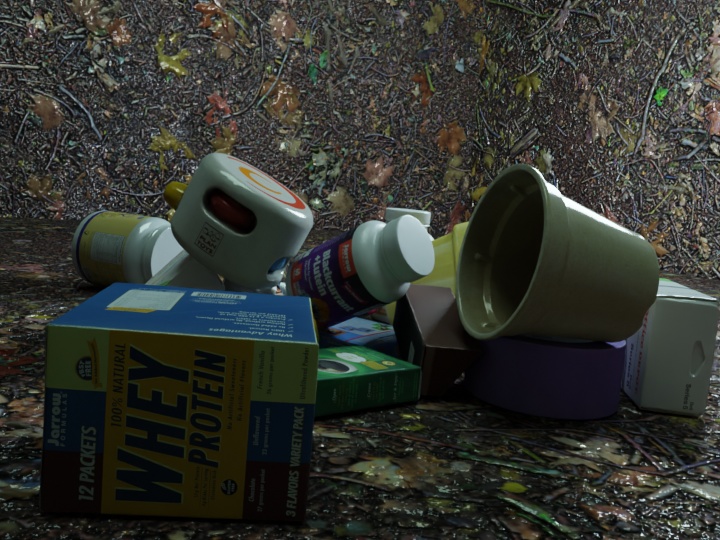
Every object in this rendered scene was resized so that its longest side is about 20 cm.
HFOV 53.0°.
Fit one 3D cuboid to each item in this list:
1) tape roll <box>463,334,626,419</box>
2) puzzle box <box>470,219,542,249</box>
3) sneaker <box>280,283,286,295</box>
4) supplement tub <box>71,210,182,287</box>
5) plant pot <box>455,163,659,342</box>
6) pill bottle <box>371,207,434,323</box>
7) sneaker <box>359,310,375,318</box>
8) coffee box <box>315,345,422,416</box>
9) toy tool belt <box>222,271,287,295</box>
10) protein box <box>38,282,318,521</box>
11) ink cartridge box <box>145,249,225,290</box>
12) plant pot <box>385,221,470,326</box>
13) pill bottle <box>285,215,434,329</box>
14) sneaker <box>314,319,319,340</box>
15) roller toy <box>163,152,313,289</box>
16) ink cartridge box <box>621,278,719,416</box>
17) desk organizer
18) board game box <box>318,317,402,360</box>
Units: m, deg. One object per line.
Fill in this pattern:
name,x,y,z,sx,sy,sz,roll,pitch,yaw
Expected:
tape roll,0.234,0.118,0.928,0.195,0.087,0.200,6,8,-1
puzzle box,0.233,0.004,0.964,0.195,0.136,0.026,4,33,1
sneaker,-0.086,0.048,1.333,0.088,0.080,0.200,15,15,14
supplement tub,-0.433,-0.033,1.380,0.196,0.149,0.145,8,8,25
plant pot,0.237,-0.001,0.850,0.180,0.205,0.200,14,4,-18
pill bottle,0.079,-0.009,1.331,0.109,0.205,0.112,4,7,-1
sneaker,-0.043,0.044,1.229,0.073,0.083,0.199,2,-2,31
coffee box,-0.040,0.126,0.830,0.197,0.045,0.122,-1,8,-40
toy tool belt,-0.166,0.033,1.186,0.120,0.128,0.200,16,7,-12
protein box,-0.139,0.098,0.610,0.194,0.138,0.200,4,7,-6
ink cartridge box,-0.279,0.026,1.115,0.117,0.068,0.200,-42,17,-7
plant pot,0.137,0.031,1.164,0.184,0.206,0.201,-9,4,12
pill bottle,0.000,0.000,0.984,0.198,0.114,0.110,-24,-12,36
sneaker,-0.103,0.079,0.959,0.080,0.080,0.200,-12,12,-14
roller toy,-0.173,-0.066,1.034,0.198,0.141,0.183,24,14,-37
ink cartridge box,0.401,0.093,0.980,0.082,0.149,0.200,5,7,6
desk organizer,0.096,0.086,0.949,0.075,0.073,0.201,5,21,-8
board game box,-0.019,0.100,1.074,0.197,0.038,0.150,12,10,38
